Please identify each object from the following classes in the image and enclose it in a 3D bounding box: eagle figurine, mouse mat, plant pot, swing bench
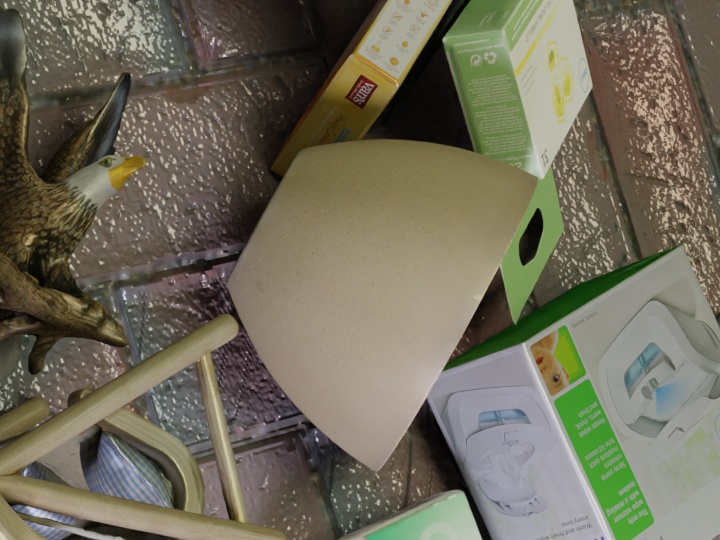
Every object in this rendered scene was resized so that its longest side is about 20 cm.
[{"bbox_3d":[-0.184,-0.040,1.661,0.151,0.152,0.200,-9,47,-12],"label":"eagle figurine"},{"bbox_3d":[0.080,-0.193,1.903,0.008,0.161,0.200,32,49,0],"label":"mouse mat"},{"bbox_3d":[0.000,0.000,1.774,0.134,0.200,0.201,29,56,-2],"label":"plant pot"},{"bbox_3d":[-0.184,0.116,1.557,0.200,0.199,0.130,-7,81,-41],"label":"swing bench"}]

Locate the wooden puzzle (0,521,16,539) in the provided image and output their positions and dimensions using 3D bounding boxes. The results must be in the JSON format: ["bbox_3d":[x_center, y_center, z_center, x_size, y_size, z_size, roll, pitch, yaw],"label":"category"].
[{"bbox_3d":[-0.275,0.113,1.473,0.185,0.200,0.037,51,49,-10],"label":"wooden puzzle"}]

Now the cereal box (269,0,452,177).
[{"bbox_3d":[0.024,-0.153,1.855,0.039,0.144,0.200,33,54,-3],"label":"cereal box"}]

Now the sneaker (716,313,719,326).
[{"bbox_3d":[0.327,0.079,2.083,0.200,0.076,0.076,32,60,-27],"label":"sneaker"}]

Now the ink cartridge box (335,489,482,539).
[{"bbox_3d":[0.030,0.252,1.798,0.161,0.050,0.200,-22,89,-42],"label":"ink cartridge box"}]

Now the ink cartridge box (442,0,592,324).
[{"bbox_3d":[0.112,-0.087,1.900,0.146,0.048,0.200,-57,136,-57],"label":"ink cartridge box"}]

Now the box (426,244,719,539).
[{"bbox_3d":[0.157,0.105,1.910,0.200,0.097,0.177,-27,93,-49],"label":"box"}]
